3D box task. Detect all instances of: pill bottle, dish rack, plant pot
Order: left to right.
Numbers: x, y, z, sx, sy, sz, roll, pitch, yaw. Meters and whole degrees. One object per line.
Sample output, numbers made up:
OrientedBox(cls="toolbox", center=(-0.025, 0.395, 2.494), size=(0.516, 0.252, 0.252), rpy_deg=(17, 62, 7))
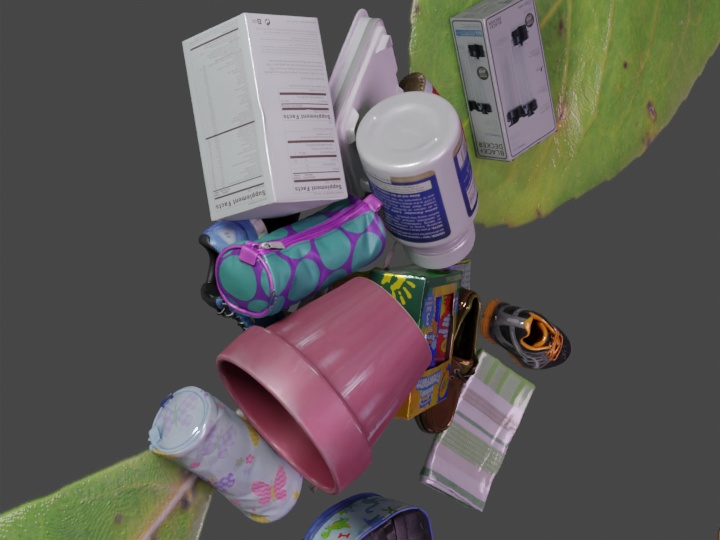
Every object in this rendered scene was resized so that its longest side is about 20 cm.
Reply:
OrientedBox(cls="plant pot", center=(-0.028, 0.112, 1.492), size=(0.179, 0.200, 0.201), rpy_deg=(-40, 125, -19))
OrientedBox(cls="dish rack", center=(0.004, -0.185, 1.611), size=(0.172, 0.043, 0.201), rpy_deg=(71, 33, -54))
OrientedBox(cls="pill bottle", center=(0.072, -0.096, 1.583), size=(0.120, 0.119, 0.200), rpy_deg=(-53, 147, -25))

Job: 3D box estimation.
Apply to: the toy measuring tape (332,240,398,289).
OrientedBox(cls="toy measuring tape", center=(0.000, 0.000, 1.682), size=(0.073, 0.073, 0.201), rpy_deg=(25, 82, -46))

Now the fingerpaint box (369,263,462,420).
OrientedBox(cls="fingerpaint box", center=(0.063, 0.082, 1.673), size=(0.200, 0.073, 0.168), rpy_deg=(-6, 104, -73))

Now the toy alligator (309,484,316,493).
OrientedBox(cls="toy alligator", center=(-0.045, 0.170, 1.688), size=(0.054, 0.059, 0.201), rpy_deg=(21, 88, -1))

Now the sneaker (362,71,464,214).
OrientedBox(cls="sneaker", center=(0.067, -0.135, 1.729), size=(0.112, 0.071, 0.201), rpy_deg=(37, 69, -40))

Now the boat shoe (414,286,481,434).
OrientedBox(cls="boat shoe", center=(0.115, 0.120, 1.796), size=(0.072, 0.068, 0.201), rpy_deg=(-5, 102, -48))

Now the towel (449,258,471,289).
OrientedBox(cls="towel", center=(0.084, 0.066, 1.820), size=(0.199, 0.023, 0.145), rpy_deg=(-12, 106, -44))

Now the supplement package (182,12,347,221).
OrientedBox(cls="supplement package", center=(-0.103, -0.162, 1.481), size=(0.109, 0.113, 0.201), rpy_deg=(-7, 86, -45))

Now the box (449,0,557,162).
OrientedBox(cls="box", center=(0.194, -0.260, 1.846), size=(0.116, 0.060, 0.201), rpy_deg=(-35, 120, -37))

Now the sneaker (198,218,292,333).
OrientedBox(cls="sneaker", center=(-0.137, 0.034, 1.557), size=(0.089, 0.078, 0.201), rpy_deg=(-26, 110, -28))

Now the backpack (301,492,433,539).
OrientedBox(cls="backpack", center=(0.001, 0.379, 1.700), size=(0.182, 0.146, 0.201), rpy_deg=(-23, 118, -40))

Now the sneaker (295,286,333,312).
OrientedBox(cls="sneaker", center=(-0.040, 0.116, 1.624), size=(0.106, 0.075, 0.201), rpy_deg=(16, 100, -11))

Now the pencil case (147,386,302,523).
OrientedBox(cls="pencil case", center=(-0.150, 0.213, 1.558), size=(0.091, 0.083, 0.200), rpy_deg=(-47, 131, 1))

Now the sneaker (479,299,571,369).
OrientedBox(cls="sneaker", center=(0.250, 0.099, 1.961), size=(0.200, 0.077, 0.079), rpy_deg=(22, 80, -47))

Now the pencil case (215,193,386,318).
OrientedBox(cls="pencil case", center=(-0.061, -0.018, 1.506), size=(0.200, 0.085, 0.093), rpy_deg=(-28, 150, -44))

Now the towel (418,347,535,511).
OrientedBox(cls="towel", center=(0.167, 0.225, 1.917), size=(0.149, 0.031, 0.201), rpy_deg=(35, 78, -45))

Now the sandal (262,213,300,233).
OrientedBox(cls="sandal", center=(-0.071, -0.115, 1.606), size=(0.075, 0.045, 0.201), rpy_deg=(36, 71, -44))
